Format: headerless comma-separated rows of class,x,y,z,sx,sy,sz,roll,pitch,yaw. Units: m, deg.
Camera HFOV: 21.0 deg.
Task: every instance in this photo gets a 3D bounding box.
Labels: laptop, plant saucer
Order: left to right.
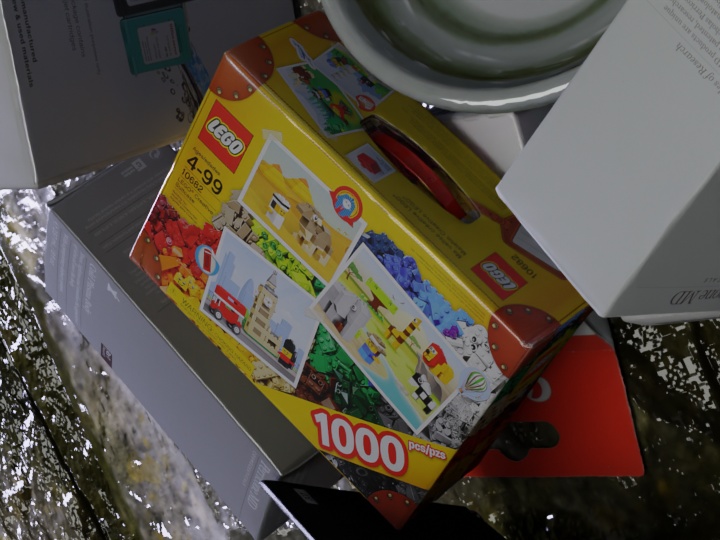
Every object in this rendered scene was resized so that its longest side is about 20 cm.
laptop,0.056,0.190,0.947,0.201,0.103,0.177,68,168,-19
plant saucer,0.075,-0.159,0.860,0.199,0.050,0.202,-8,71,24

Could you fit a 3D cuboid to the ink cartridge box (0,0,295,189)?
ink cartridge box,-0.153,-0.134,0.996,0.146,0.199,0.147,1,107,40

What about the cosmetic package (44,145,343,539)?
cosmetic package,-0.082,0.038,1.068,0.200,0.090,0.107,49,155,18

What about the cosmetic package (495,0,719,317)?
cosmetic package,0.157,-0.079,0.770,0.081,0.112,0.201,50,124,30

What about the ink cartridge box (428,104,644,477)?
ink cartridge box,0.049,0.018,0.993,0.162,0.057,0.202,-5,99,41

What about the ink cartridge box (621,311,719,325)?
ink cartridge box,0.181,-0.083,0.853,0.160,0.050,0.202,-8,84,42

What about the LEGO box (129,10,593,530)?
LEGO box,0.000,0.000,0.945,0.200,0.077,0.149,44,133,14
